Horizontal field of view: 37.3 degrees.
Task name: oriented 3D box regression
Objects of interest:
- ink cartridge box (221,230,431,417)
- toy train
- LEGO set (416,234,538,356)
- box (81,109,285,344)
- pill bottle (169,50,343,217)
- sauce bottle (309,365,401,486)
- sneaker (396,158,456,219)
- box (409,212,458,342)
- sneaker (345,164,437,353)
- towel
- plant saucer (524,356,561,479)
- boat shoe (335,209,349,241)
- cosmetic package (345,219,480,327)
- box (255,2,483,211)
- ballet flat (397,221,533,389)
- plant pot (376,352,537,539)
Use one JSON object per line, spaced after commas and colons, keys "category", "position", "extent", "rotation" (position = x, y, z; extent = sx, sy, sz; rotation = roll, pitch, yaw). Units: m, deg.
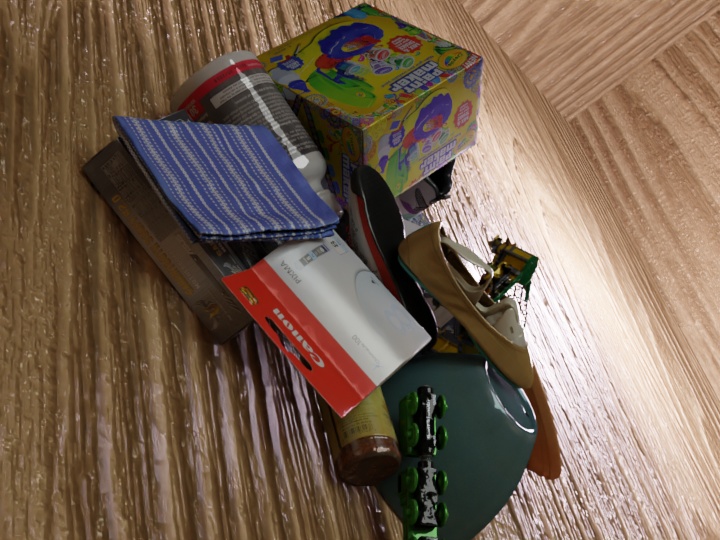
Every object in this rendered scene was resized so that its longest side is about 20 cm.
{"category": "ink cartridge box", "position": [-0.025, 0.037, 0.978], "extent": [0.160, 0.047, 0.200], "rotation": [48, 18, 5]}
{"category": "toy train", "position": [0.054, 0.205, 0.969], "extent": [0.041, 0.056, 0.202], "rotation": [9, 65, -16]}
{"category": "LEGO set", "position": [0.115, 0.048, 1.216], "extent": [0.115, 0.154, 0.201], "rotation": [28, -35, 29]}
{"category": "box", "position": [-0.149, -0.046, 0.998], "extent": [0.201, 0.048, 0.158], "rotation": [52, 21, -7]}
{"category": "pill bottle", "position": [-0.105, -0.121, 1.125], "extent": [0.201, 0.110, 0.111], "rotation": [56, 20, 5]}
{"category": "sauce bottle", "position": [-0.013, 0.108, 1.029], "extent": [0.066, 0.066, 0.201], "rotation": [33, 31, -44]}
{"category": "sneaker", "position": [0.073, -0.176, 1.344], "extent": [0.077, 0.139, 0.202], "rotation": [-13, 86, -40]}
{"category": "box", "position": [0.100, 0.006, 1.464], "extent": [0.200, 0.051, 0.158], "rotation": [51, 21, -6]}
{"category": "sneaker", "position": [0.000, 0.001, 1.116], "extent": [0.067, 0.107, 0.203], "rotation": [-17, 86, -54]}
{"category": "towel", "position": [-0.115, -0.085, 0.968], "extent": [0.199, 0.024, 0.145], "rotation": [-6, 54, -55]}
{"category": "plant saucer", "position": [0.202, 0.169, 1.350], "extent": [0.200, 0.037, 0.202], "rotation": [164, -90, -87]}
{"category": "boat shoe", "position": [-0.018, -0.084, 1.316], "extent": [0.072, 0.068, 0.201], "rotation": [42, 21, -31]}
{"category": "cosmetic package", "position": [0.052, 0.010, 1.258], "extent": [0.200, 0.113, 0.081], "rotation": [23, 30, -58]}
{"category": "box", "position": [0.003, -0.188, 1.223], "extent": [0.192, 0.123, 0.199], "rotation": [32, 51, 31]}
{"category": "ballet flat", "position": [0.120, 0.034, 1.070], "extent": [0.200, 0.063, 0.069], "rotation": [46, 23, -8]}
{"category": "plant pot", "position": [0.102, 0.163, 1.099], "extent": [0.200, 0.134, 0.201], "rotation": [45, 21, -23]}
